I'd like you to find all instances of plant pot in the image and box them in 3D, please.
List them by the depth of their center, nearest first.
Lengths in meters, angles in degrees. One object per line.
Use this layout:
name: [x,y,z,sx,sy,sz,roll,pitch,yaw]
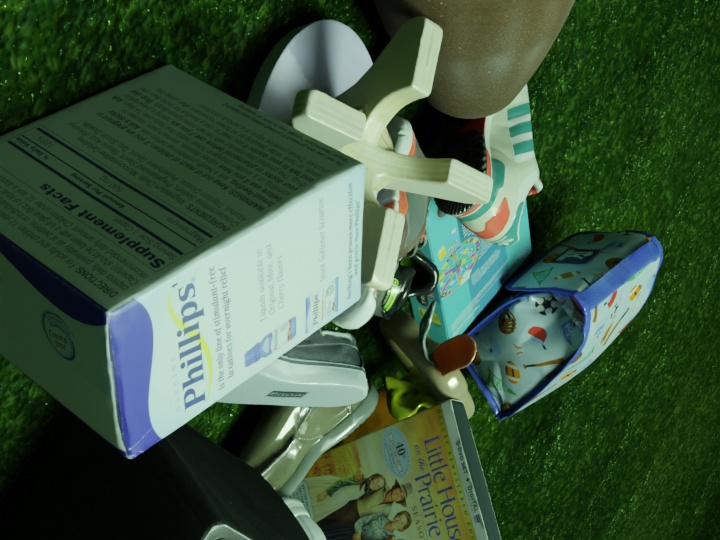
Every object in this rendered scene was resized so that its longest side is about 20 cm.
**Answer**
plant pot: [-0.137,0.223,0.803,0.200,0.176,0.201,42,77,-40]
plant pot: [0.086,-0.215,0.883,0.187,0.186,0.201,-48,159,-21]

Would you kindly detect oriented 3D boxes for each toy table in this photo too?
toy table: [-0.005,-0.084,0.805,0.182,0.116,0.204,5,87,-43]

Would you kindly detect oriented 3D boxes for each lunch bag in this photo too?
lunch bag: [0.218,0.044,1.225,0.169,0.125,0.200,-31,170,-40]

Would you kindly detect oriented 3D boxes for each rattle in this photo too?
rattle: [0.031,0.108,1.037,0.141,0.132,0.200,-21,180,-5]

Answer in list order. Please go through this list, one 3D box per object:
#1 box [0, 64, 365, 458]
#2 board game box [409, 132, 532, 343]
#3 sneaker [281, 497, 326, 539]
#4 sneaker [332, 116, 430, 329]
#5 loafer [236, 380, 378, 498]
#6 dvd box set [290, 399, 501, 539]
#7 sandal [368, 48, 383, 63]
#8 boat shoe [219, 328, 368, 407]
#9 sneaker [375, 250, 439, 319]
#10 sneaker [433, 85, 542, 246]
box: [-0.126,-0.018,0.691,0.199,0.182,0.106,-32,138,-37]
board game box: [0.101,-0.046,1.116,0.151,0.046,0.202,-46,143,-26]
sneaker: [-0.096,0.289,0.940,0.201,0.088,0.075,-54,146,12]
sneaker: [0.028,-0.031,0.926,0.082,0.076,0.203,41,50,-34]
loafer: [-0.072,0.144,0.999,0.200,0.075,0.070,-41,111,-29]
dvd box set: [0.022,0.218,1.009,0.198,0.149,0.029,-25,156,26]
sandal: [-0.022,-0.104,0.901,0.201,0.048,0.076,-47,144,-25]
boat shoe: [-0.077,0.065,0.927,0.197,0.069,0.071,10,149,-37]
sneaker: [0.000,0.000,0.973,0.198,0.082,0.072,-5,117,-52]
sneaker: [0.122,-0.113,1.016,0.093,0.070,0.203,38,51,-36]
